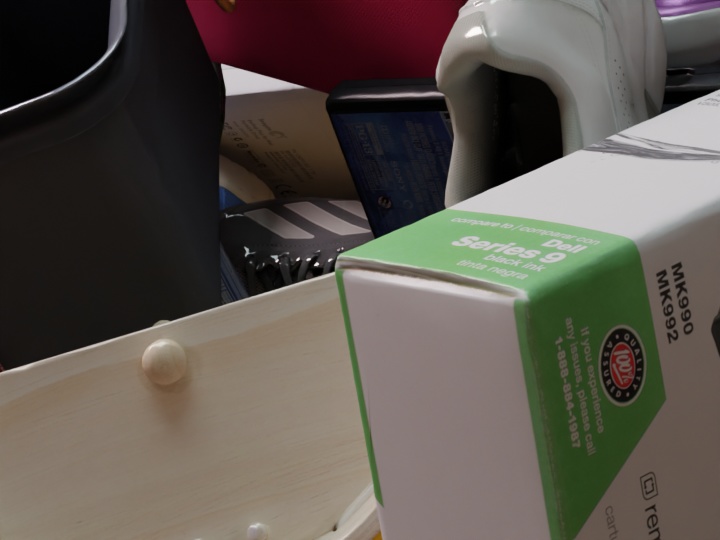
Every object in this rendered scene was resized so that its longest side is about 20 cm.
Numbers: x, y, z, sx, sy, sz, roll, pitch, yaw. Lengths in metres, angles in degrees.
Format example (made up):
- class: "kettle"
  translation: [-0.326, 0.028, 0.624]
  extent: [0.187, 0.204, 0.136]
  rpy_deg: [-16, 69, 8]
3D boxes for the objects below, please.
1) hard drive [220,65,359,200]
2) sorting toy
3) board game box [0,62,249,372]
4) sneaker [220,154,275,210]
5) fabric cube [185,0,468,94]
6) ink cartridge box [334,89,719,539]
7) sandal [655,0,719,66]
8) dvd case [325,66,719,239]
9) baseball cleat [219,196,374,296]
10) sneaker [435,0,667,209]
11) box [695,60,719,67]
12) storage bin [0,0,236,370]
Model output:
- class: "hard drive"
  translation: [-0.083, -0.057, 1.386]
  extent: [0.200, 0.026, 0.132]
  rpy_deg: [-4, -23, 19]
- class: "sorting toy"
  translation: [-0.051, 0.055, 1.033]
  extent: [0.200, 0.107, 0.180]
  rpy_deg: [-17, 7, 2]
- class: "board game box"
  translation: [-0.121, -0.011, 1.187]
  extent: [0.200, 0.062, 0.200]
  rpy_deg: [-7, 41, 24]
- class: "sneaker"
  translation: [-0.136, -0.008, 1.329]
  extent: [0.200, 0.111, 0.077]
  rpy_deg: [15, -30, -17]
- class: "fabric cube"
  translation: [0.025, -0.191, 1.129]
  extent: [0.199, 0.196, 0.200]
  rpy_deg: [19, 47, 42]
- class: "ink cartridge box"
  translation: [0.100, 0.036, 0.901]
  extent: [0.200, 0.146, 0.084]
  rpy_deg: [-25, 22, -38]
- class: "sandal"
  translation: [0.163, -0.122, 1.085]
  extent: [0.082, 0.050, 0.203]
  rpy_deg: [9, 27, 41]
- class: "dvd case"
  translation: [0.095, -0.009, 1.057]
  extent: [0.200, 0.143, 0.018]
  rpy_deg: [0, 36, 32]
- class: "baseball cleat"
  translation: [0.000, 0.000, 1.183]
  extent: [0.200, 0.070, 0.106]
  rpy_deg: [-10, 1, 4]
- class: "sneaker"
  translation: [0.071, -0.007, 0.978]
  extent: [0.078, 0.200, 0.099]
  rpy_deg: [-14, 17, 38]
- class: "box"
  translation: [0.210, -0.072, 1.204]
  extent: [0.199, 0.131, 0.200]
  rpy_deg: [-16, 18, -16]
- class: "storage bin"
  translation: [-0.104, -0.064, 1.075]
  extent: [0.145, 0.134, 0.200]
  rpy_deg: [-19, 38, 12]
